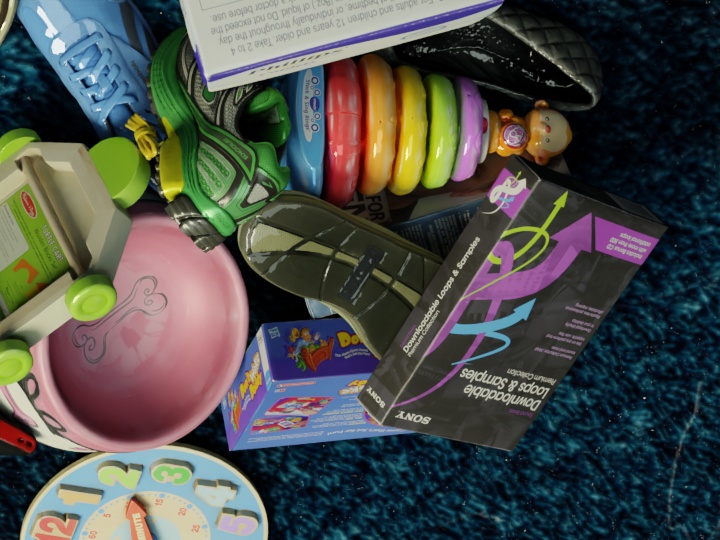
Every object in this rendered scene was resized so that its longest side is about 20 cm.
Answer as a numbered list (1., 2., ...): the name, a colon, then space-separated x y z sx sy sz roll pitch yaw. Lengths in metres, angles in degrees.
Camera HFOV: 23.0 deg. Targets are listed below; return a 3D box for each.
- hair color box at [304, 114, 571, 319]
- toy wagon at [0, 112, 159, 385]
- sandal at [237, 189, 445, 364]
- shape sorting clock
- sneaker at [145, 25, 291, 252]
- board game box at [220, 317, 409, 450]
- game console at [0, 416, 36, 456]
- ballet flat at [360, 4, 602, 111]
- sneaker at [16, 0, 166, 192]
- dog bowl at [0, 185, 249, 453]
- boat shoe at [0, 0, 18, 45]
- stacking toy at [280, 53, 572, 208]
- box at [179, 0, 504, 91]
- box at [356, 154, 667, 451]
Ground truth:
1. hair color box: 0.049 -0.041 1.248 0.199 0.100 0.061 -16 122 3
2. toy wagon: -0.205 -0.023 1.144 0.200 0.155 0.040 -36 144 6
3. sandal: 0.000 -0.001 1.172 0.201 0.057 0.080 36 98 -33
4. shape sorting clock: -0.173 0.218 1.424 0.199 0.039 0.201 -3 124 -5
5. sneaker: -0.082 -0.096 1.135 0.085 0.200 0.078 -27 132 13
6. board game box: 0.010 0.079 1.293 0.199 0.045 0.135 -3 155 -21
7. game console: -0.338 0.092 1.250 0.177 0.200 0.031 34 70 -24
8. ballet flat: 0.074 -0.155 1.202 0.199 0.057 0.067 11 120 -14
9. sneaker: -0.161 -0.124 1.181 0.066 0.079 0.200 -30 120 14
10. dog bowl: -0.164 0.037 1.226 0.200 0.074 0.201 -8 104 -35
11. boat shoe: -0.252 -0.208 1.104 0.075 0.075 0.203 24 115 11
12. stacking toy: 0.046 -0.093 1.187 0.199 0.110 0.116 1 80 -9
13. box: -0.032 -0.226 1.049 0.183 0.105 0.201 -15 92 -6
14. box: 0.103 0.029 1.192 0.143 0.036 0.200 15 115 -44
